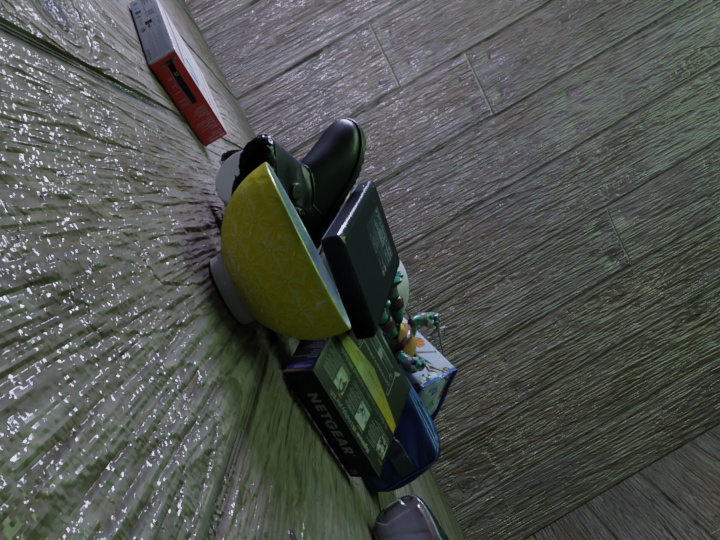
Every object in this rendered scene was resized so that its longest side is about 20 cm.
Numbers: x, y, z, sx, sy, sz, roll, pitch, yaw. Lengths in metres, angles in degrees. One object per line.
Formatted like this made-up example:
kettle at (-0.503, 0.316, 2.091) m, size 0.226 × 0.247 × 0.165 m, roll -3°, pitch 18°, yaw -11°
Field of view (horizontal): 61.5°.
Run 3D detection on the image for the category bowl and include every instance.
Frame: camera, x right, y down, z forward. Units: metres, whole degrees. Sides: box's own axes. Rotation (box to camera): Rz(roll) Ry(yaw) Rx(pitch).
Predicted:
bowl at (-0.100, -0.002, 0.663) m, size 0.204 × 0.106 × 0.200 m, roll 63°, pitch -1°, yaw 2°

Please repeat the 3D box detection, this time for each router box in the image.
router box at (-0.009, 0.151, 0.822) m, size 0.203 × 0.051 × 0.159 m, roll 63°, pitch 35°, yaw -27°
router box at (-0.310, -0.344, 1.035) m, size 0.202 × 0.048 × 0.181 m, roll 62°, pitch 0°, yaw 37°

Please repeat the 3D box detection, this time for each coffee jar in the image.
coffee jar at (0.092, 0.395, 0.807) m, size 0.202 × 0.084 × 0.105 m, roll 61°, pitch -3°, yaw -37°

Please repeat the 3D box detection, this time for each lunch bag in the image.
lunch bag at (0.041, 0.243, 0.979) m, size 0.203 × 0.134 × 0.133 m, roll 60°, pitch -1°, yaw 16°
lunch bag at (0.068, 0.224, 1.159) m, size 0.170 × 0.122 × 0.204 m, roll 45°, pitch -45°, yaw 34°

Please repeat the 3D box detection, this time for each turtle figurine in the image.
turtle figurine at (0.078, 0.111, 1.006) m, size 0.202 × 0.098 × 0.151 m, roll 60°, pitch 24°, yaw -28°

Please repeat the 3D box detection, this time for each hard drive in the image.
hard drive at (0.007, -0.022, 0.819) m, size 0.201 × 0.032 × 0.143 m, roll -65°, pitch 139°, yaw -61°

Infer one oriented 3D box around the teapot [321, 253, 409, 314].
teapot at (0.000, 0.000, 1.109) m, size 0.194 × 0.198 × 0.150 m, roll 18°, pitch 64°, yaw -32°

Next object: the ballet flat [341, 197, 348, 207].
ballet flat at (-0.054, -0.110, 1.088) m, size 0.199 × 0.069 × 0.071 m, roll 13°, pitch -44°, yaw 62°

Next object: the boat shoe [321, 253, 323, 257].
boat shoe at (-0.123, -0.028, 1.277) m, size 0.199 × 0.070 × 0.067 m, roll 150°, pitch -65°, yaw -63°

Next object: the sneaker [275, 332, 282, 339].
sneaker at (-0.096, 0.037, 0.875) m, size 0.078 × 0.080 × 0.200 m, roll 59°, pitch -1°, yaw -15°

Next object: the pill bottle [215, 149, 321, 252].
pill bottle at (-0.139, -0.087, 0.919) m, size 0.121 × 0.118 × 0.201 m, roll 61°, pitch 0°, yaw 30°

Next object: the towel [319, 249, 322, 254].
towel at (-0.107, -0.090, 1.096) m, size 0.145 × 0.022 × 0.201 m, roll 56°, pitch -24°, yaw 16°

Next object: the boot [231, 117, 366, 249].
boot at (-0.078, -0.140, 0.803) m, size 0.075 × 0.204 × 0.167 m, roll 21°, pitch -5°, yaw 31°

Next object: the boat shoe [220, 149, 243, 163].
boat shoe at (-0.177, -0.188, 1.143) m, size 0.196 × 0.073 × 0.068 m, roll 15°, pitch -18°, yaw 26°
